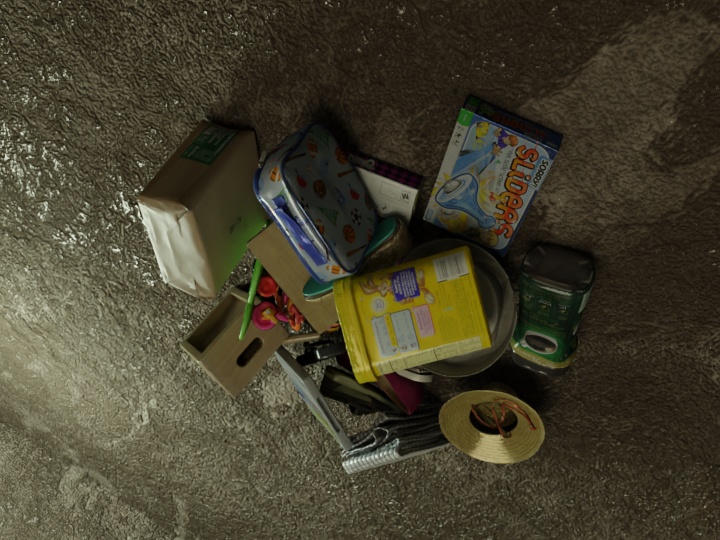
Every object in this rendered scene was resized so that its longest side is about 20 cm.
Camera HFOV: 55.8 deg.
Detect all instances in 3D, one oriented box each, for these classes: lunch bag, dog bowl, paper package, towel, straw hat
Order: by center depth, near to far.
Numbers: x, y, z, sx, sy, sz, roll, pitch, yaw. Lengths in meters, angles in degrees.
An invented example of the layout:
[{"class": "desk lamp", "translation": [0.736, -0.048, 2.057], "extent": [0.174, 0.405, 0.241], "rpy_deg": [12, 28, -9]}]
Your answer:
[{"class": "lunch bag", "translation": [-0.061, -0.093, 0.939], "extent": [0.074, 0.162, 0.202], "rpy_deg": [-16, 121, 37]}, {"class": "dog bowl", "translation": [0.139, 0.051, 1.019], "extent": [0.194, 0.059, 0.207], "rpy_deg": [4, 101, 19]}, {"class": "paper package", "translation": [-0.238, -0.098, 1.067], "extent": [0.101, 0.202, 0.194], "rpy_deg": [15, 139, 16]}, {"class": "straw hat", "translation": [0.242, 0.250, 1.221], "extent": [0.195, 0.086, 0.205], "rpy_deg": [13, 134, 13]}, {"class": "towel", "translation": [0.071, 0.326, 1.332], "extent": [0.164, 0.196, 0.088], "rpy_deg": [-33, 67, 41]}]

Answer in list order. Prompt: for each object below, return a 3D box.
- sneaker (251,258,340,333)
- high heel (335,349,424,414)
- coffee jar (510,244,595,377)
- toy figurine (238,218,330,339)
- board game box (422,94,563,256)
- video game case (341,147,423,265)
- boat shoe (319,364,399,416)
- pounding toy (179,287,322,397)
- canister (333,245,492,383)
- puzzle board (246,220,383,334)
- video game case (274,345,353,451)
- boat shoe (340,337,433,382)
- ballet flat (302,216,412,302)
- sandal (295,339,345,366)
[{"class": "sneaker", "translation": [-0.120, 0.053, 1.253], "extent": [0.197, 0.071, 0.091], "rpy_deg": [31, 147, 2]}, {"class": "high heel", "translation": [0.028, 0.209, 1.300], "extent": [0.194, 0.097, 0.069], "rpy_deg": [7, 137, 25]}, {"class": "coffee jar", "translation": [0.279, 0.066, 1.007], "extent": [0.102, 0.086, 0.204], "rpy_deg": [18, 138, 21]}, {"class": "toy figurine", "translation": [-0.096, 0.037, 1.147], "extent": [0.179, 0.206, 0.150], "rpy_deg": [15, 174, -10]}, {"class": "board game box", "translation": [0.172, -0.122, 0.920], "extent": [0.132, 0.035, 0.203], "rpy_deg": [24, 140, 8]}, {"class": "video game case", "translation": [-0.011, -0.099, 1.054], "extent": [0.195, 0.036, 0.184], "rpy_deg": [21, 139, 11]}, {"class": "boat shoe", "translation": [-0.003, 0.253, 1.349], "extent": [0.199, 0.067, 0.071], "rpy_deg": [33, 177, -32]}, {"class": "pounding toy", "translation": [-0.211, 0.133, 1.302], "extent": [0.143, 0.201, 0.183], "rpy_deg": [50, 163, -23]}, {"class": "canister", "translation": [0.075, 0.061, 0.953], "extent": [0.194, 0.087, 0.153], "rpy_deg": [-15, 94, 11]}, {"class": "puzzle board", "translation": [-0.063, -0.015, 1.070], "extent": [0.149, 0.017, 0.201], "rpy_deg": [-36, 117, 4]}, {"class": "video game case", "translation": [-0.099, 0.239, 1.330], "extent": [0.199, 0.022, 0.185], "rpy_deg": [30, 151, 60]}, {"class": "boat shoe", "translation": [0.051, 0.143, 1.247], "extent": [0.196, 0.071, 0.061], "rpy_deg": [19, 100, 33]}, {"class": "ballet flat", "translation": [0.000, 0.000, 1.030], "extent": [0.198, 0.072, 0.065], "rpy_deg": [-35, 125, 23]}, {"class": "sandal", "translation": [-0.076, 0.152, 1.316], "extent": [0.200, 0.074, 0.044], "rpy_deg": [-33, 73, 65]}]
